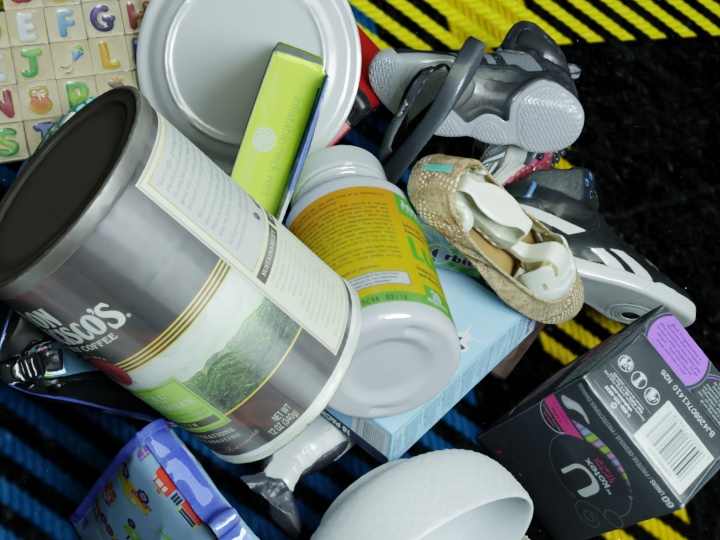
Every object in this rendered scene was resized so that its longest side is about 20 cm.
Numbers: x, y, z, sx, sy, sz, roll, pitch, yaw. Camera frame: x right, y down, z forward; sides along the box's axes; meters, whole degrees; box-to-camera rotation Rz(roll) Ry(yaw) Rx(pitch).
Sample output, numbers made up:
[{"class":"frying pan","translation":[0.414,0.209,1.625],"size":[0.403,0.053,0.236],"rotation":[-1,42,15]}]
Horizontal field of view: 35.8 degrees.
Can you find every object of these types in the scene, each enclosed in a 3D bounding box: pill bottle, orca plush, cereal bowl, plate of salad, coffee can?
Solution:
[{"class":"pill bottle","translation":[0.000,0.000,0.844],"size":[0.109,0.112,0.202],"rotation":[2,44,-18]},{"class":"orca plush","translation":[-0.027,0.141,0.895],"size":[0.104,0.072,0.201],"rotation":[15,37,5]},{"class":"cereal bowl","translation":[0.028,0.203,0.834],"size":[0.198,0.202,0.084],"rotation":[-24,57,-26]},{"class":"plate of salad","translation":[-0.096,-0.182,0.967],"size":[0.196,0.048,0.204],"rotation":[1,96,6]},{"class":"coffee can","translation":[-0.115,0.007,0.697],"size":[0.200,0.145,0.148],"rotation":[41,58,-31]}]

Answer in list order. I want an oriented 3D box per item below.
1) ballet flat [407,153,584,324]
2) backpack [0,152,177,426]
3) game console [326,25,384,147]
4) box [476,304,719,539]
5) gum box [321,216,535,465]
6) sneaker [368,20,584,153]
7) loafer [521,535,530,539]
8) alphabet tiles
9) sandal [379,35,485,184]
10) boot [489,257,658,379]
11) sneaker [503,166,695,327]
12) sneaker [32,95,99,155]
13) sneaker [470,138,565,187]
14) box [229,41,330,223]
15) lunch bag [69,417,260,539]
[{"class":"ballet flat","translation":[0.119,-0.020,0.867],"size":[0.199,0.065,0.071],"rotation":[34,71,-26]},{"class":"backpack","translation":[-0.170,0.017,0.830],"size":[0.198,0.134,0.186],"rotation":[20,83,-35]},{"class":"game console","translation":[-0.080,-0.191,1.045],"size":[0.200,0.119,0.172],"rotation":[47,31,3]},{"class":"box","translation":[0.201,0.133,0.909],"size":[0.105,0.200,0.123],"rotation":[-34,82,-27]},{"class":"gum box","translation":[0.024,0.042,0.917],"size":[0.169,0.045,0.199],"rotation":[34,50,26]},{"class":"sneaker","translation":[0.109,-0.178,1.021],"size":[0.197,0.076,0.115],"rotation":[15,46,1]},{"class":"loafer","translation":[0.154,0.290,0.906],"size":[0.201,0.076,0.067],"rotation":[54,25,16]},{"class":"alphabet tiles","translation":[-0.247,-0.167,0.966],"size":[0.164,0.006,0.203],"rotation":[-10,79,-17]},{"class":"sandal","translation":[0.039,-0.121,0.957],"size":[0.043,0.201,0.076],"rotation":[37,37,-2]},{"class":"boot","translation":[0.178,0.044,1.019],"size":[0.186,0.064,0.200],"rotation":[46,65,3]},{"class":"sneaker","translation":[0.214,-0.029,0.981],"size":[0.197,0.073,0.114],"rotation":[20,66,-13]},{"class":"sneaker","translation":[-0.238,-0.044,0.906],"size":[0.090,0.077,0.203],"rotation":[29,72,-23]},{"class":"sneaker","translation":[0.129,-0.094,1.054],"size":[0.074,0.081,0.201],"rotation":[26,58,24]},{"class":"box","translation":[-0.063,-0.105,0.845],"size":[0.047,0.200,0.124],"rotation":[18,101,-7]},{"class":"lunch bag","translation":[-0.118,0.190,0.774],"size":[0.094,0.200,0.151],"rotation":[-35,83,-27]}]
